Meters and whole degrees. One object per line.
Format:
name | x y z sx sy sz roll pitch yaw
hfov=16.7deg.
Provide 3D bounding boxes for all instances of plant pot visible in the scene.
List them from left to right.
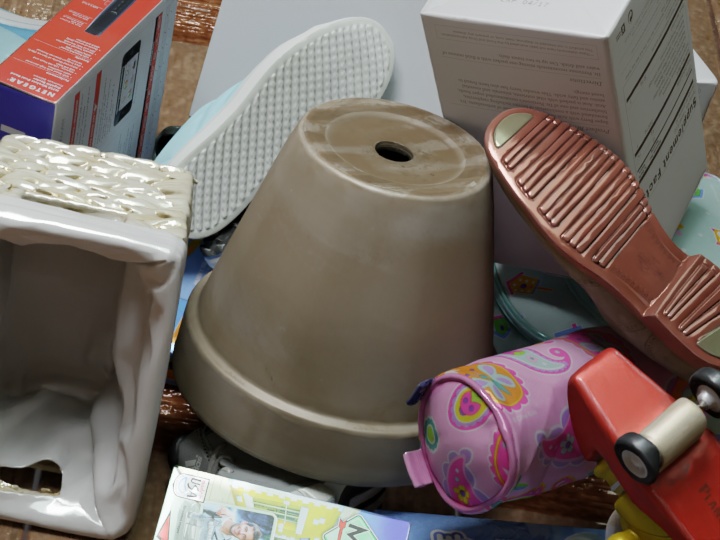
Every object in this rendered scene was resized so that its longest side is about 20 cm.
plant pot | 0.000 0.000 1.454 0.199 0.174 0.200 10 30 -6

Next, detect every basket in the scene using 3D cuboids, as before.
basket | -0.175 0.034 1.433 0.135 0.201 0.124 12 28 -3

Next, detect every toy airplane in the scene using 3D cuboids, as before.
toy airplane | 0.191 0.155 1.369 0.199 0.200 0.141 11 -12 -22

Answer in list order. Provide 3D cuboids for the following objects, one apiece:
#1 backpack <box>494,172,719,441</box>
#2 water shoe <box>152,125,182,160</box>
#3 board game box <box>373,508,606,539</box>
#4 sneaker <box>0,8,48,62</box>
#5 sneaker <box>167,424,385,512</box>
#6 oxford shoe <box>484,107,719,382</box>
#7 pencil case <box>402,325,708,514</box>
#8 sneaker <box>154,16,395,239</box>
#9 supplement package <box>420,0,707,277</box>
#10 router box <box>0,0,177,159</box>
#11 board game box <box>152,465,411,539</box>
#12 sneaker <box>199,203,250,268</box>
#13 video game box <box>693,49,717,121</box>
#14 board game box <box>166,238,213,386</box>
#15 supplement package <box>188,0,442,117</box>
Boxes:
backpack | 0.171 0.026 1.602 0.199 0.154 0.176 -5 42 -12
water shoe | -0.056 -0.046 1.678 0.199 0.072 0.079 19 3 25
board game box | 0.108 0.222 1.387 0.198 0.044 0.200 5 35 -11
sneaker | -0.249 -0.127 1.743 0.199 0.080 0.131 13 31 17
sneaker | -0.085 0.140 1.428 0.115 0.075 0.200 28 27 29
oxford shoe | 0.139 -0.007 1.416 0.071 0.074 0.200 -39 84 -25
pencil case | 0.117 0.083 1.431 0.199 0.088 0.087 -14 42 -43
sneaker | -0.069 -0.101 1.605 0.200 0.074 0.082 -38 24 -17
supplement package | 0.127 -0.107 1.482 0.121 0.201 0.120 11 48 25
router box | -0.186 -0.071 1.570 0.049 0.201 0.180 21 35 11
board game box | -0.059 0.211 1.284 0.134 0.029 0.201 13 62 1
sneaker | -0.004 -0.032 1.584 0.199 0.073 0.072 -19 18 -6
video game box | 0.171 -0.113 1.765 0.047 0.183 0.200 0 36 -22
board game box | -0.068 0.019 1.598 0.199 0.037 0.152 17 49 4
supplement package | 0.007 -0.147 1.730 0.190 0.148 0.200 18 6 9
